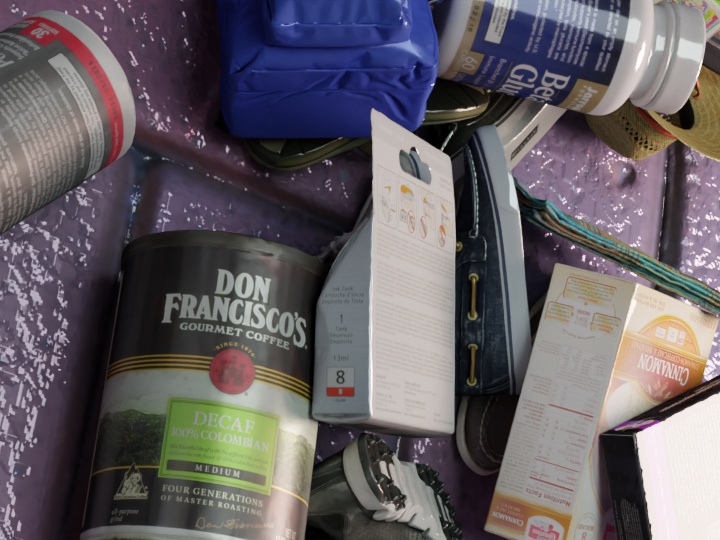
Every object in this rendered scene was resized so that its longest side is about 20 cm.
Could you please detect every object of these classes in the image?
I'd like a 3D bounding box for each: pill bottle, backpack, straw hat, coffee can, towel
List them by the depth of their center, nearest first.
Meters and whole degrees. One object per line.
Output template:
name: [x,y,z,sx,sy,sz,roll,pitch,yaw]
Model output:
pill bottle: [-0.246,-0.075,1.179,0.200,0.110,0.111,-38,100,-37]
coffee can: [-0.097,0.093,1.220,0.146,0.146,0.202,18,68,-31]
backpack: [-0.020,-0.214,1.326,0.161,0.168,0.202,2,63,-11]
pill bottle: [0.150,-0.179,1.399,0.198,0.111,0.112,12,69,-12]
towel: [0.204,-0.015,1.456,0.199,0.147,0.022,26,97,-12]
straw hat: [0.233,-0.143,1.558,0.200,0.085,0.202,29,37,-25]

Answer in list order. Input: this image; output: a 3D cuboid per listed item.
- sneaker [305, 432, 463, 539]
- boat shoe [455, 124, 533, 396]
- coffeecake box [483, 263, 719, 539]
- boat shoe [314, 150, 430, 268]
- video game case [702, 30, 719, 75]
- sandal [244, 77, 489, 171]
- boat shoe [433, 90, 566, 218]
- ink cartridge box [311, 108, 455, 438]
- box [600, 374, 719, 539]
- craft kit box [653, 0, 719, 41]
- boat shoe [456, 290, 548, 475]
sneaker: [0.008,0.172,1.316,0.200,0.090,0.067,42,29,-57]
boat shoe: [0.075,-0.003,1.386,0.090,0.071,0.202,-7,95,0]
coffeecake box: [0.182,0.112,1.395,0.153,0.073,0.202,18,87,-55]
boat shoe: [-0.003,0.001,1.366,0.086,0.074,0.204,18,77,-28]
video game case: [0.236,-0.268,1.589,0.199,0.025,0.182,26,39,-28]
sandal: [0.002,-0.117,1.407,0.200,0.058,0.080,-18,57,-21]
boat shoe: [0.092,-0.105,1.468,0.064,0.071,0.200,38,61,17]
ink cartridge box: [0.017,0.008,1.265,0.162,0.050,0.202,21,65,-66]
box: [0.255,0.161,1.386,0.199,0.036,0.144,-17,100,-45]
craft kit box: [0.226,-0.304,1.557,0.199,0.049,0.198,37,33,-13]
boat shoe: [0.144,0.077,1.453,0.072,0.059,0.200,51,55,-15]
